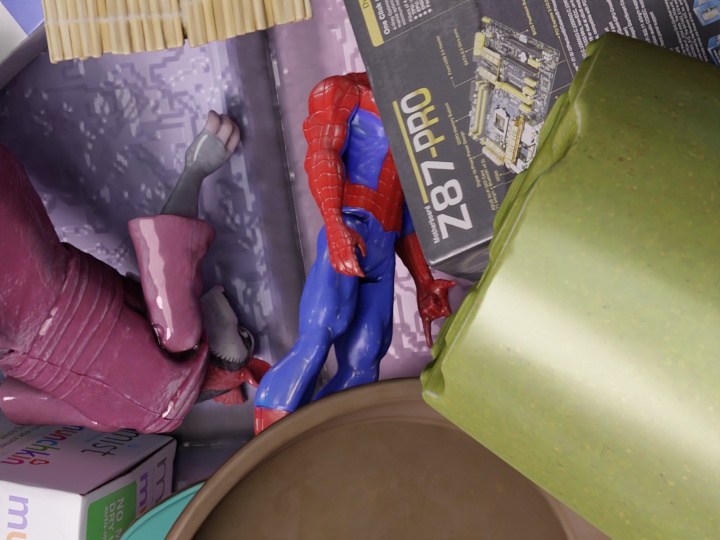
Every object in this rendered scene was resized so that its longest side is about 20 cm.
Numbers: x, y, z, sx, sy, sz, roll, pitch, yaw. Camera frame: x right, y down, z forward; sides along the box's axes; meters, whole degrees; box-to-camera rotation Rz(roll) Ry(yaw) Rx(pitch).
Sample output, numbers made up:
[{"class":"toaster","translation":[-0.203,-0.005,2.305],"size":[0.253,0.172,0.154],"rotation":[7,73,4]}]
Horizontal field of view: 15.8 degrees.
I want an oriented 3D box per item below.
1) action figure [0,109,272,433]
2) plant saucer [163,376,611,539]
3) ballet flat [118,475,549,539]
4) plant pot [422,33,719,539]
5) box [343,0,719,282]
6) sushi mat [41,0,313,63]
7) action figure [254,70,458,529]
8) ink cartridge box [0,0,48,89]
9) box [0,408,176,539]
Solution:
[{"class":"action figure","translation":[-0.112,0.013,0.949],"size":[0.199,0.149,0.134],"rotation":[24,121,-22]},{"class":"plant saucer","translation":[0.009,0.133,0.878],"size":[0.199,0.029,0.202],"rotation":[-5,101,-24]},{"class":"ballet flat","translation":[0.007,0.092,0.965],"size":[0.199,0.072,0.068],"rotation":[-23,72,9]},{"class":"plant pot","translation":[0.126,0.025,0.767],"size":[0.189,0.200,0.201],"rotation":[27,108,0]},{"class":"box","translation":[0.069,-0.118,0.884],"size":[0.160,0.049,0.201],"rotation":[-24,74,19]},{"class":"sushi mat","translation":[-0.078,-0.177,0.929],"size":[0.095,0.012,0.202],"rotation":[-8,85,-6]},{"class":"action figure","translation":[0.000,0.000,0.928],"size":[0.051,0.065,0.201],"rotation":[-6,67,37]},{"class":"ink cartridge box","translation":[-0.153,-0.121,0.989],"size":[0.200,0.044,0.094],"rotation":[-40,89,20]},{"class":"box","translation":[-0.172,0.157,1.027],"size":[0.175,0.097,0.202],"rotation":[9,103,18]}]
